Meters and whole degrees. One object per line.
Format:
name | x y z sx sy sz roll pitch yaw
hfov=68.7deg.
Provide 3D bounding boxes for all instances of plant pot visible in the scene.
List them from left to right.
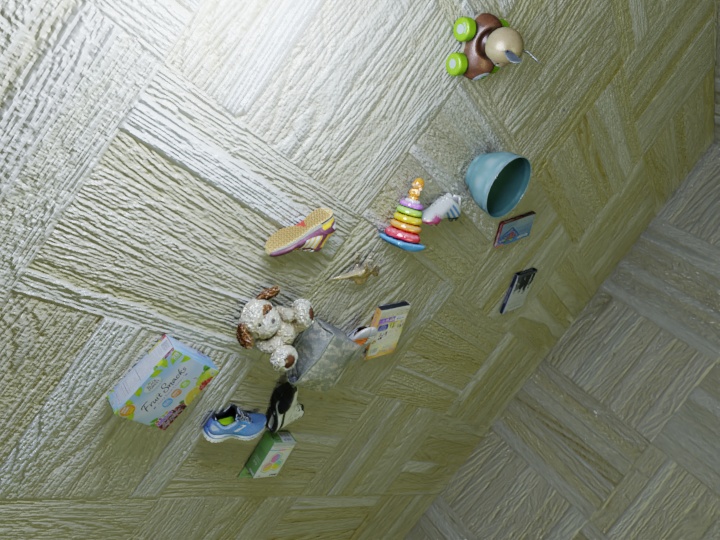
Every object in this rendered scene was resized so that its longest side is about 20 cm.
plant pot | 0.410 -0.282 1.626 0.199 0.134 0.202 -26 137 -27

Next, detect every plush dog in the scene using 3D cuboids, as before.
plush dog | -0.238 0.139 1.360 0.172 0.159 0.202 45 58 -38

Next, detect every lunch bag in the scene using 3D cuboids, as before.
lunch bag | -0.121 0.264 1.566 0.201 0.117 0.164 -56 143 0

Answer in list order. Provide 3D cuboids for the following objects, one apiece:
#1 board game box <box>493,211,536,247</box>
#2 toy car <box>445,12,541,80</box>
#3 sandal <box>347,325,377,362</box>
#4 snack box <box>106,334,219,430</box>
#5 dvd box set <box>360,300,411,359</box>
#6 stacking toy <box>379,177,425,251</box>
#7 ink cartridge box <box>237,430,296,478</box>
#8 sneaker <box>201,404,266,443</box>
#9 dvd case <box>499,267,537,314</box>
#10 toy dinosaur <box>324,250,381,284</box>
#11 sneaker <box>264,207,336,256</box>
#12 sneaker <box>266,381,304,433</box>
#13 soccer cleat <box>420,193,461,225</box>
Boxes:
board game box | 0.586 -0.156 1.996 0.198 0.019 0.104 -19 131 -34
toy car | 0.343 -0.533 1.300 0.163 0.200 0.160 -17 131 -34
sandal | -0.019 0.227 1.691 0.078 0.060 0.207 0 142 -31
snack box | -0.471 0.273 1.268 0.200 0.068 0.169 -48 142 -5
dvd box set | 0.086 0.203 1.788 0.145 0.029 0.202 -8 125 -41
stacking toy | 0.139 -0.165 1.497 0.115 0.109 0.203 5 106 -37
ink cartridge box | -0.305 0.621 1.722 0.103 0.059 0.201 20 106 -50
sneaker | -0.350 0.435 1.513 0.198 0.079 0.090 6 119 -46
dvd case | 0.688 0.090 2.294 0.149 0.025 0.202 -13 129 -38
toy dinosaur | 0.000 0.000 1.516 0.198 0.058 0.102 -10 128 -40
sneaker | -0.141 -0.071 1.305 0.199 0.075 0.091 -32 133 -20
sneaker | -0.219 0.410 1.641 0.115 0.076 0.202 -11 136 -49
soccer cleat | 0.238 -0.190 1.592 0.199 0.069 0.088 -16 119 -47
